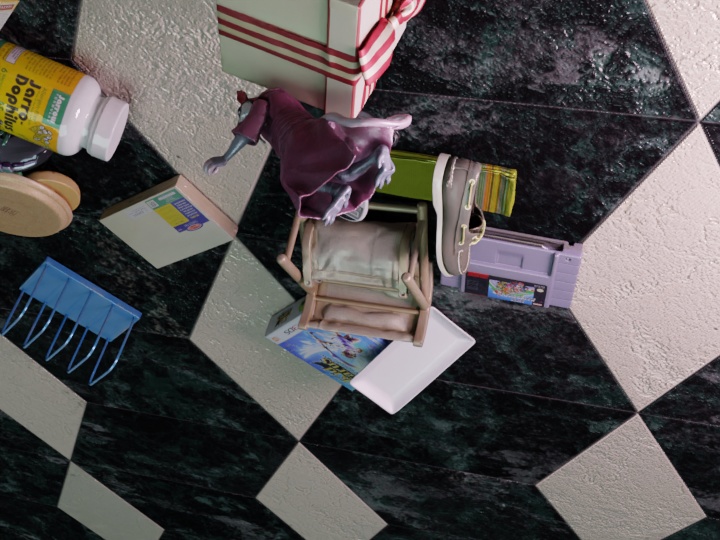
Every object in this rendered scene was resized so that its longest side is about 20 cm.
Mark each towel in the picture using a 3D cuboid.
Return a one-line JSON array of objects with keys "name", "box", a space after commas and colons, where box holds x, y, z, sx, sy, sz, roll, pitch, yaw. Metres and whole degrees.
[{"name": "towel", "box": [0.110, -0.117, 1.383, 0.196, 0.018, 0.087, 11, 143, 11]}]

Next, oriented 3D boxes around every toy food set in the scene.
[{"name": "toy food set", "box": [-0.551, -0.115, 1.628, 0.195, 0.050, 0.200, 18, 153, -22]}]

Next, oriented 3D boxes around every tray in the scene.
[{"name": "tray", "box": [0.083, 0.144, 1.682, 0.107, 0.022, 0.200, 36, 113, -25]}]

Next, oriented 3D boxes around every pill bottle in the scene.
[{"name": "pill bottle", "box": [-0.419, -0.223, 1.387, 0.197, 0.114, 0.113, 22, 145, -6]}]

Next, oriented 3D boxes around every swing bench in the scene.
[{"name": "swing bench", "box": [0.000, 0.000, 1.499, 0.195, 0.132, 0.201, 7, 149, 13]}]

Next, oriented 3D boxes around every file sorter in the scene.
[{"name": "file sorter", "box": [-0.526, 0.098, 1.860, 0.198, 0.124, 0.138, 34, 141, -22]}]

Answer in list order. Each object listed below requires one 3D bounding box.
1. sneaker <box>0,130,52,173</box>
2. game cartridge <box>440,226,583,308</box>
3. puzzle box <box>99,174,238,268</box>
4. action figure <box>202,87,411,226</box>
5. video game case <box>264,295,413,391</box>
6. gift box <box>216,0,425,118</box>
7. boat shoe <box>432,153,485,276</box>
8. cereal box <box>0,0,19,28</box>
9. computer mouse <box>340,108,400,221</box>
[{"name": "sneaker", "box": [-0.548, -0.200, 1.513, 0.196, 0.075, 0.088, 6, 139, 18]}, {"name": "game cartridge", "box": [0.213, -0.005, 1.478, 0.196, 0.039, 0.131, 10, 140, 10]}, {"name": "puzzle box", "box": [-0.301, -0.073, 1.615, 0.198, 0.026, 0.133, -17, 132, 39]}, {"name": "action figure", "box": [-0.068, -0.140, 1.052, 0.200, 0.133, 0.151, 43, 123, 29]}, {"name": "video game case", "box": [-0.034, 0.117, 1.739, 0.198, 0.046, 0.180, 33, 143, -21]}, {"name": "gift box", "box": [-0.032, -0.282, 1.090, 0.184, 0.187, 0.201, 21, 153, 11]}, {"name": "boat shoe", "box": [0.133, -0.065, 1.362, 0.059, 0.073, 0.204, 8, 137, 17]}, {"name": "cereal box", "box": [-0.485, -0.339, 1.251, 0.039, 0.146, 0.199, -15, 171, -43]}, {"name": "computer mouse", "box": [-0.007, -0.147, 1.357, 0.108, 0.044, 0.202, 28, 144, 11]}]
